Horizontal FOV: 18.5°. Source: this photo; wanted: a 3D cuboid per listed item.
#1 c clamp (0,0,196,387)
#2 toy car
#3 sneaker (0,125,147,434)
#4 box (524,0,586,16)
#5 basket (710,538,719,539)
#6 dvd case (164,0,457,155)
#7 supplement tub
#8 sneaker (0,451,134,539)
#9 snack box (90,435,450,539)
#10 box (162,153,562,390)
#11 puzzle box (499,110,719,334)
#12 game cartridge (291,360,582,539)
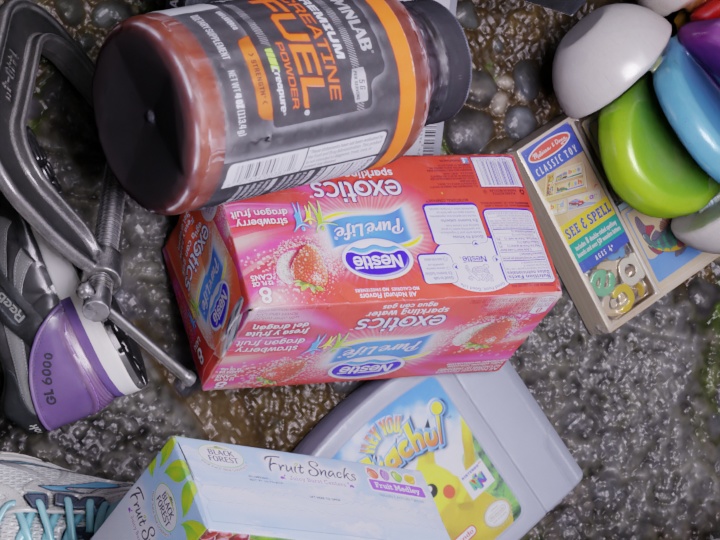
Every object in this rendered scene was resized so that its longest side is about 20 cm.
[{"bbox_3d":[-0.150,-0.052,1.196,0.171,0.027,0.200,44,27,-35],"label":"c clamp"},{"bbox_3d":[0.232,-0.119,1.349,0.175,0.150,0.200,47,68,-16],"label":"toy car"},{"bbox_3d":[-0.197,-0.009,1.199,0.087,0.076,0.201,-26,83,3],"label":"sneaker"},{"bbox_3d":[0.045,-0.261,1.306,0.193,0.048,0.201,13,52,-23],"label":"box"},{"bbox_3d":[0.158,0.240,1.287,0.136,0.200,0.181,-5,90,-27],"label":"basket"},{"bbox_3d":[-0.027,-0.126,1.274,0.200,0.025,0.151,-2,104,-40],"label":"dvd case"},{"bbox_3d":[-0.037,-0.098,1.189,0.200,0.107,0.107,-16,94,-36],"label":"supplement tub"},{"bbox_3d":[-0.150,0.139,1.204,0.199,0.086,0.078,5,83,-27],"label":"sneaker"},{"bbox_3d":[-0.073,0.181,1.167,0.168,0.200,0.068,13,39,-39],"label":"snack box"},{"bbox_3d":[0.000,0.000,1.267,0.199,0.096,0.100,-3,59,-27],"label":"box"},{"bbox_3d":[0.196,-0.065,1.425,0.200,0.025,0.133,-33,101,-24],"label":"puzzle box"},{"bbox_3d":[0.030,0.131,1.324,0.200,0.040,0.134,-40,100,-23],"label":"game cartridge"}]
